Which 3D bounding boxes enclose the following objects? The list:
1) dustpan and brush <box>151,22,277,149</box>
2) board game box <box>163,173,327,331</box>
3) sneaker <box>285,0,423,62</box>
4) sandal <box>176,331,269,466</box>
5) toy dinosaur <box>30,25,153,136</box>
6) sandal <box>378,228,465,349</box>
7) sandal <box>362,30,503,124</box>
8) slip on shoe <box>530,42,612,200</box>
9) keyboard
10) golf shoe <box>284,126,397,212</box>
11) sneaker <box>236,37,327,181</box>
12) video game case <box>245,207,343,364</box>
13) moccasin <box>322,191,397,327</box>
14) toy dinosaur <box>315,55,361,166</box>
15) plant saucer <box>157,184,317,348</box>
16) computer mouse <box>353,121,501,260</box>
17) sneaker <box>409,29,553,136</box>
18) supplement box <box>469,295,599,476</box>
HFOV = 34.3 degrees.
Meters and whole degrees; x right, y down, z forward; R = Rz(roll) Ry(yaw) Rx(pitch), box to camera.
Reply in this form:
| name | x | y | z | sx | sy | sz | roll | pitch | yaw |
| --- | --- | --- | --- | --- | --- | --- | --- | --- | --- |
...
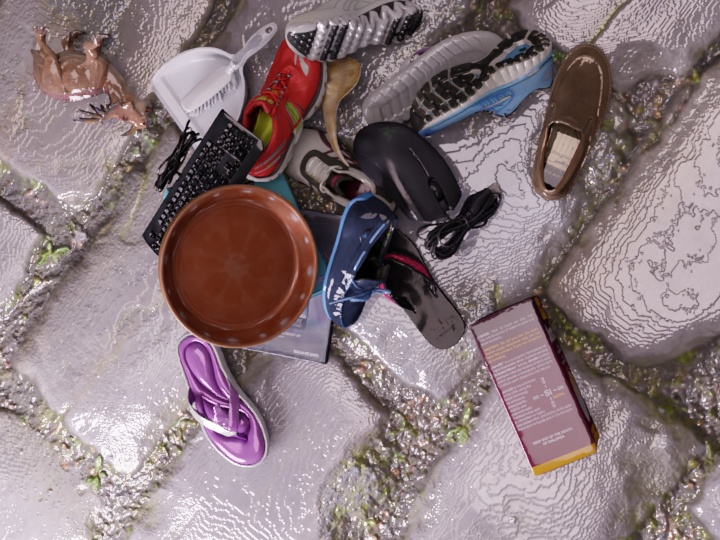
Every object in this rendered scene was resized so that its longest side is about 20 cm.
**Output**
| name | x | y | z | sx | sy | sz | roll | pitch | yaw |
| --- | --- | --- | --- | --- | --- | --- | --- | --- | --- |
| dustpan and brush | -0.181 | -0.260 | 1.554 | 0.200 | 0.057 | 0.140 | -38 | 83 | 12 |
| board game box | -0.144 | -0.038 | 1.507 | 0.151 | 0.047 | 0.201 | -24 | 85 | -19 |
| sneaker | -0.018 | -0.319 | 1.466 | 0.081 | 0.200 | 0.075 | 57 | 142 | 18 |
| sandal | -0.196 | 0.178 | 1.569 | 0.082 | 0.050 | 0.203 | -31 | 87 | 16 |
| toy dinosaur | -0.388 | -0.260 | 1.596 | 0.199 | 0.086 | 0.136 | 10 | 101 | 19 |
| sandal | 0.061 | 0.017 | 1.513 | 0.075 | 0.045 | 0.200 | -42 | 82 | 13 |
| sandal | 0.088 | -0.254 | 1.493 | 0.202 | 0.083 | 0.050 | -27 | 43 | 11 |
| slip on shoe | 0.260 | -0.185 | 1.450 | 0.076 | 0.061 | 0.201 | 21 | 97 | 11 |
| keyboard | -0.211 | -0.104 | 1.437 | 0.104 | 0.040 | 0.200 | 38 | 104 | 12 |
| golf shoe | -0.038 | -0.131 | 1.512 | 0.200 | 0.088 | 0.077 | 28 | 100 | 12 |
| sneaker | -0.102 | -0.208 | 1.457 | 0.077 | 0.085 | 0.201 | 17 | 88 | 22 |
| video game case | -0.098 | 0.015 | 1.566 | 0.142 | 0.019 | 0.201 | 10 | 95 | 13 |
| moccasin | 0.000 | 0.000 | 1.460 | 0.068 | 0.080 | 0.200 | 31 | 136 | 24 |
| toy dinosaur | -0.044 | -0.235 | 1.503 | 0.101 | 0.058 | 0.201 | 1 | 72 | 34 |
| plant saucer | -0.150 | -0.006 | 1.431 | 0.200 | 0.032 | 0.201 | -3 | 97 | -21 |
| computer mouse | 0.077 | -0.122 | 1.466 | 0.200 | 0.053 | 0.138 | 44 | 60 | 9 |
| sneaker | 0.158 | -0.214 | 1.456 | 0.200 | 0.090 | 0.078 | -27 | 42 | 3 |
| supplement box | 0.218 | 0.139 | 1.446 | 0.085 | 0.110 | 0.201 | -24 | 86 | 12 |
